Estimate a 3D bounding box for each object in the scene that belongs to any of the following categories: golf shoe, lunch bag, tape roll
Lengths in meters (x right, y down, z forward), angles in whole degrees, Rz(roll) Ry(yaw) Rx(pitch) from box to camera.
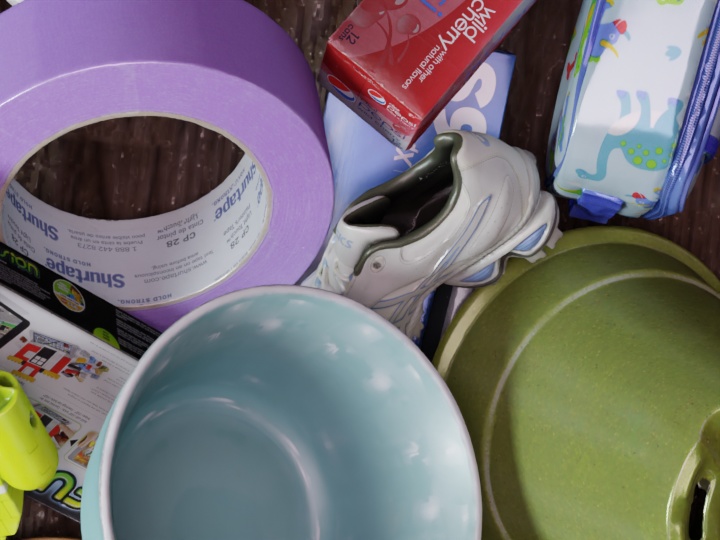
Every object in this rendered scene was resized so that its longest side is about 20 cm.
[{"bbox_3d":[0.000,0.000,1.307,0.200,0.097,0.078,-43,53,11],"label":"golf shoe"},{"bbox_3d":[0.142,-0.103,1.302,0.082,0.200,0.162,17,88,2],"label":"lunch bag"},{"bbox_3d":[-0.115,-0.050,1.317,0.199,0.066,0.201,-6,137,-6],"label":"tape roll"}]

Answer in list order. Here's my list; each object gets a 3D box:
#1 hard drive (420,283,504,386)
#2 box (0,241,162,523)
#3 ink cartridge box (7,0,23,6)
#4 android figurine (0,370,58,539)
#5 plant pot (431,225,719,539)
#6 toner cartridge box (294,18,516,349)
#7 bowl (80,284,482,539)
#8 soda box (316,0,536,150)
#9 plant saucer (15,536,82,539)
[{"bbox_3d":[0.081,0.112,1.382,0.139,0.033,0.201,12,95,-25],"label":"hard drive"},{"bbox_3d":[-0.163,0.058,1.335,0.200,0.035,0.110,32,118,-32],"label":"box"},{"bbox_3d":[-0.147,-0.209,1.349,0.200,0.084,0.146,44,94,-3],"label":"ink cartridge box"},{"bbox_3d":[-0.240,0.092,1.302,0.181,0.041,0.201,-8,138,9],"label":"android figurine"},{"bbox_3d":[0.156,0.092,1.288,0.199,0.190,0.202,-5,102,-23],"label":"plant pot"},{"bbox_3d":[0.016,-0.025,1.388,0.094,0.043,0.201,11,95,0],"label":"toner cartridge box"},{"bbox_3d":[-0.052,0.114,1.250,0.200,0.105,0.202,7,75,-29],"label":"bowl"},{"bbox_3d":[0.065,-0.158,1.333,0.063,0.070,0.200,39,77,3],"label":"soda box"},{"bbox_3d":[-0.164,0.239,1.415,0.199,0.037,0.202,0,96,1],"label":"plant saucer"}]
